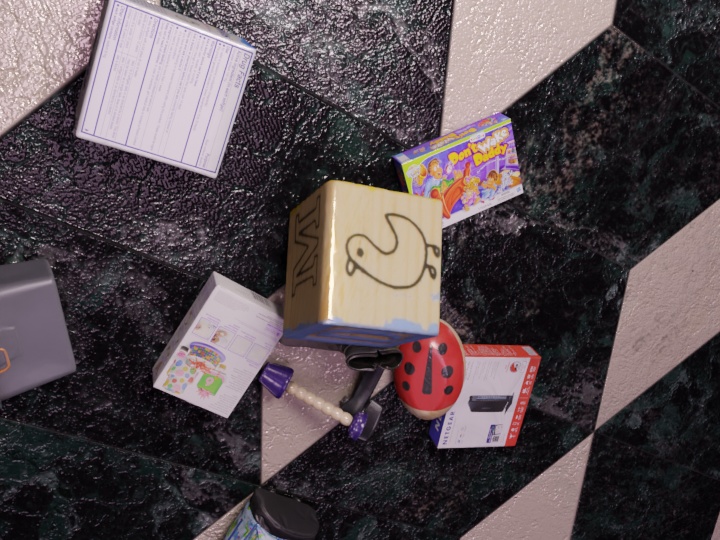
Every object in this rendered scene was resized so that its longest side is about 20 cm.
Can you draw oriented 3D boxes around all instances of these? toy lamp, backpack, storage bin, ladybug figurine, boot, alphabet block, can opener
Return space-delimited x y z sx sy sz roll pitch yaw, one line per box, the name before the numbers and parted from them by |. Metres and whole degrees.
toy lamp | -0.083 0.221 1.308 0.197 0.058 0.059 30 103 -8
backpack | -0.186 0.524 1.401 0.200 0.155 0.162 -42 128 18
storage bin | -0.491 0.084 1.086 0.132 0.145 0.204 -16 119 -23
ladybug figurine | 0.122 0.181 1.362 0.132 0.072 0.205 2 109 8
boot | -0.034 0.118 1.263 0.196 0.131 0.069 0 115 -19
alphabet block | 0.000 0.000 1.144 0.191 0.196 0.205 7 77 -24
can opener | 0.019 0.201 1.365 0.077 0.063 0.204 21 97 0

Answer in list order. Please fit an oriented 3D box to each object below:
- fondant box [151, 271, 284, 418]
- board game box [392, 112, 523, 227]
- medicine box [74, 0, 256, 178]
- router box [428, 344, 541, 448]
fondant box | -0.228 0.123 1.238 0.143 0.058 0.202 29 100 -28
board game box | 0.163 -0.158 1.258 0.197 0.045 0.137 -24 119 -8
medicine box | -0.264 -0.250 1.026 0.196 0.103 0.185 14 108 -25
router box | 0.238 0.244 1.467 0.176 0.049 0.204 2 113 -21
